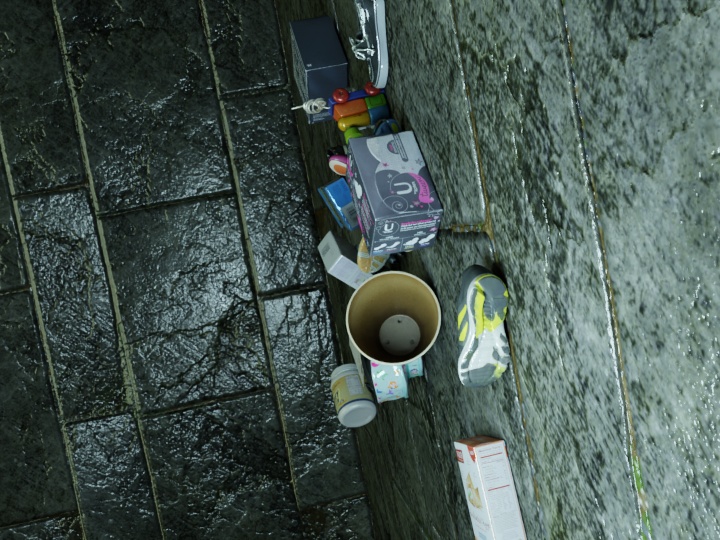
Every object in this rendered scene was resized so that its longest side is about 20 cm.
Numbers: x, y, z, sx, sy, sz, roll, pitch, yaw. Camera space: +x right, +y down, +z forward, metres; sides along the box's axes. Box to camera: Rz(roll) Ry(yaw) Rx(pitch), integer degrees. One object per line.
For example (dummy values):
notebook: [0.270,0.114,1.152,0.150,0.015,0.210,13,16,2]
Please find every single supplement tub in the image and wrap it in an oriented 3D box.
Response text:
supplement tub: [-0.030,0.460,2.879,0.145,0.144,0.200,87,169,-46]

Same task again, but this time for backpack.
backpack: [0.067,0.198,1.784,0.178,0.150,0.201,79,-175,-63]

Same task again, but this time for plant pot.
plant pot: [0.074,0.116,1.610,0.200,0.186,0.187,67,-171,-74]

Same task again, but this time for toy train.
toy train: [-0.033,-0.312,1.628,0.085,0.199,0.116,98,155,-67]

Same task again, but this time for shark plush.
shark plush: [0.073,-0.051,1.859,0.083,0.091,0.200,61,154,-11]

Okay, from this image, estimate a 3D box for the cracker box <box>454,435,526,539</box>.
cracker box: [0.218,0.383,1.304,0.134,0.057,0.201,127,132,-79]

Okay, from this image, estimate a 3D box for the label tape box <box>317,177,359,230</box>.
label tape box: [-0.053,-0.194,2.261,0.144,0.063,0.200,59,175,-10]

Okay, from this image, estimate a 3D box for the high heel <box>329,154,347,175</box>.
high heel: [-0.006,-0.249,1.677,0.200,0.067,0.097,12,-97,-63]

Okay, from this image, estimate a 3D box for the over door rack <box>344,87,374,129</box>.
over door rack: [0.007,-0.322,1.828,0.200,0.066,0.148,60,-160,-72]

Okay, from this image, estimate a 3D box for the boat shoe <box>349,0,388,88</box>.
boat shoe: [0.015,-0.454,1.546,0.074,0.068,0.200,-109,11,-46]

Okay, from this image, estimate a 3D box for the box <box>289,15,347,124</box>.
box: [-0.111,-0.546,2.122,0.199,0.123,0.201,89,165,-58]

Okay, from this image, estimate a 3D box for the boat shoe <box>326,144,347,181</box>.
boat shoe: [-0.053,-0.298,2.289,0.202,0.063,0.074,-111,15,-46]

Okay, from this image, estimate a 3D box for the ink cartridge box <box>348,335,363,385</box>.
ink cartridge box: [0.002,0.288,2.785,0.161,0.050,0.200,88,164,-48]

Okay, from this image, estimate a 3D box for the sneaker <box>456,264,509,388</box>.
sneaker: [0.180,0.082,1.156,0.085,0.074,0.201,-103,15,-61]

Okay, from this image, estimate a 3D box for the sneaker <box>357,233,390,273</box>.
sneaker: [0.038,-0.093,1.790,0.088,0.075,0.201,-130,54,-77]

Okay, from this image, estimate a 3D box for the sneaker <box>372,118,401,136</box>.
sneaker: [0.046,-0.242,1.610,0.200,0.071,0.083,86,164,-59]

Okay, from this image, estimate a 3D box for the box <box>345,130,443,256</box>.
box: [0.059,-0.146,1.438,0.115,0.132,0.201,98,160,-56]

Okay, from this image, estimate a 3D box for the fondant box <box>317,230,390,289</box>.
fondant box: [0.000,0.000,1.892,0.058,0.200,0.144,-52,26,14]
